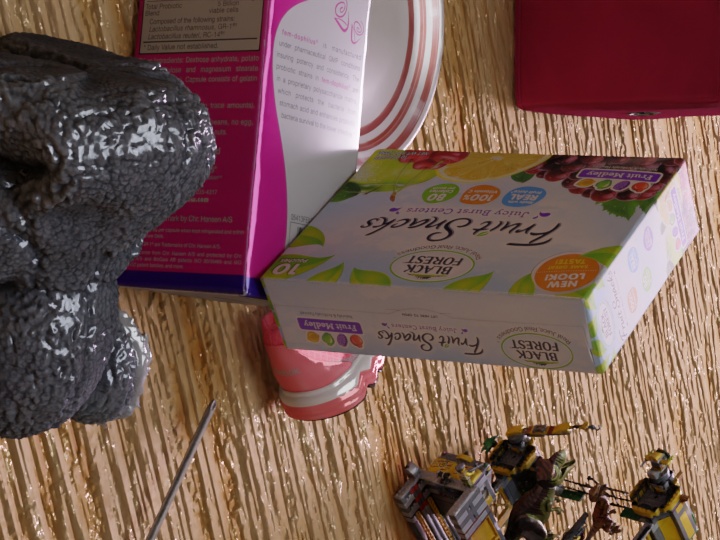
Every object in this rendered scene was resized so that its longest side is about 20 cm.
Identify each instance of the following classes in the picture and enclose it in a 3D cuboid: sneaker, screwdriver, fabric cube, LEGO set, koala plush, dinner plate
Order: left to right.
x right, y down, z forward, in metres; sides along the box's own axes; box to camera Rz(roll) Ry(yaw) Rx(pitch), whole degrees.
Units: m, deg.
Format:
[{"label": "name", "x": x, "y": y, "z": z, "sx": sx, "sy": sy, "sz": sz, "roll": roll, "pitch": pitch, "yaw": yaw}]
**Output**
[{"label": "koala plush", "x": -0.164, "y": -0.006, "z": 1.071, "sx": 0.177, "sy": 0.183, "sz": 0.201, "roll": -7, "pitch": 109, "yaw": -55}, {"label": "screwdriver", "x": -0.123, "y": 0.162, "z": 1.248, "sx": 0.029, "sy": 0.028, "sz": 0.201, "roll": 96, "pitch": 16, "yaw": -58}, {"label": "dinner plate", "x": -0.006, "y": -0.165, "z": 1.409, "sx": 0.200, "sy": 0.024, "sz": 0.202, "roll": -2, "pitch": 93, "yaw": -55}, {"label": "sneaker", "x": 0.000, "y": 0.000, "z": 1.381, "sx": 0.201, "sy": 0.073, "sz": 0.087, "roll": -58, "pitch": 134, "yaw": -37}, {"label": "LEGO set", "x": 0.122, "y": 0.155, "z": 1.484, "sx": 0.154, "sy": 0.200, "sz": 0.116, "roll": -43, "pitch": 126, "yaw": -21}, {"label": "fabric cube", "x": 0.250, "y": -0.214, "z": 1.595, "sx": 0.195, "sy": 0.199, "sz": 0.202, "roll": -2, "pitch": 93, "yaw": -43}]

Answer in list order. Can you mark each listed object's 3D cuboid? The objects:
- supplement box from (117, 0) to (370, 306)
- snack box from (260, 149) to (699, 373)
[{"label": "supplement box", "x": -0.066, "y": -0.083, "z": 1.253, "sx": 0.101, "sy": 0.103, "sz": 0.201, "roll": 11, "pitch": 84, "yaw": -55}, {"label": "snack box", "x": 0.066, "y": -0.009, "z": 1.187, "sx": 0.142, "sy": 0.199, "sz": 0.053, "roll": -51, "pitch": 133, "yaw": -44}]
